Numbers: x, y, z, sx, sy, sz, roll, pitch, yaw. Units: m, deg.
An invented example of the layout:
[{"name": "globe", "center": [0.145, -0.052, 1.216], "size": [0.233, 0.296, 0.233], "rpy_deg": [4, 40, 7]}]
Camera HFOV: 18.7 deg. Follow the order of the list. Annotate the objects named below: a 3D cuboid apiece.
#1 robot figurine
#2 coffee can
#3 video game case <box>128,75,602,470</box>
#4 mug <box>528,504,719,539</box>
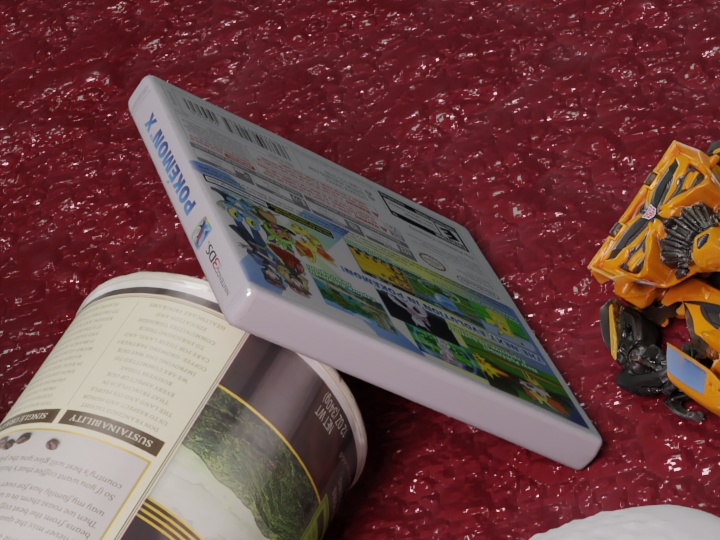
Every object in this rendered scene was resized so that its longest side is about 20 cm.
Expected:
[{"name": "robot figurine", "center": [0.173, 0.002, 0.948], "size": [0.145, 0.058, 0.200], "rpy_deg": [-56, 32, 0]}, {"name": "coffee can", "center": [-0.102, 0.120, 0.905], "size": [0.146, 0.147, 0.200], "rpy_deg": [5, 45, 29]}, {"name": "video game case", "center": [0.000, 0.000, 0.984], "size": [0.022, 0.200, 0.182], "rpy_deg": [-53, 35, 18]}, {"name": "mug", "center": [0.063, 0.171, 0.792], "size": [0.175, 0.148, 0.200], "rpy_deg": [-34, 9, -29]}]
